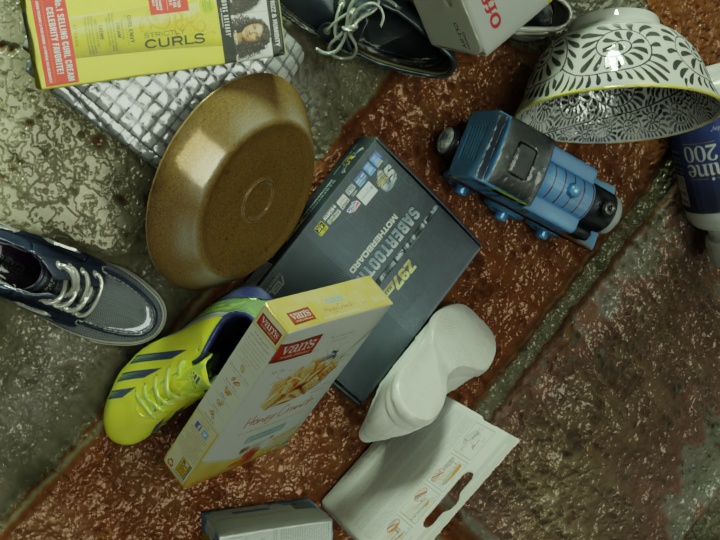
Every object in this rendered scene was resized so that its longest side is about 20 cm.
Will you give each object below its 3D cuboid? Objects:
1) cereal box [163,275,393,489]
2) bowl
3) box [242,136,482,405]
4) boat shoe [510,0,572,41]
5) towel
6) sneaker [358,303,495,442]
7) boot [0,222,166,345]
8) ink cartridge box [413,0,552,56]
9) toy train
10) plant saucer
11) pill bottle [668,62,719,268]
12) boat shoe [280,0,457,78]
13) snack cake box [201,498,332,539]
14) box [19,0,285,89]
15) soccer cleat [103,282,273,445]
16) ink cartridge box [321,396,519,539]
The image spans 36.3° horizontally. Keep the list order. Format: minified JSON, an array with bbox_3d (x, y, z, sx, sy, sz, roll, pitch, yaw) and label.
[{"bbox_3d":[-0.071,0.095,0.943,0.143,0.040,0.201,-15,147,-51],"label":"cereal box"},{"bbox_3d":[0.244,-0.192,1.054,0.197,0.200,0.096,3,81,-22],"label":"bowl"},{"bbox_3d":[0.000,0.000,1.044,0.158,0.051,0.201,43,81,-22],"label":"box"},{"bbox_3d":[0.113,-0.264,1.048,0.197,0.066,0.073,16,91,-23],"label":"boat shoe"},{"bbox_3d":[-0.168,-0.182,0.937,0.199,0.085,0.167,37,84,-24],"label":"towel"},{"bbox_3d":[0.059,0.100,1.057,0.076,0.088,0.199,52,38,3],"label":"sneaker"},{"bbox_3d":[-0.250,0.017,0.923,0.197,0.090,0.074,23,88,-23],"label":"boot"},{"bbox_3d":[0.126,-0.306,0.954,0.199,0.083,0.146,-41,123,-18],"label":"ink cartridge box"},{"bbox_3d":[0.168,-0.086,1.068,0.198,0.114,0.088,26,88,-23],"label":"toy train"},{"bbox_3d":[-0.098,-0.067,0.940,0.200,0.035,0.203,-39,145,-34],"label":"plant saucer"},{"bbox_3d":[0.389,-0.111,1.157,0.109,0.111,0.203,-22,104,-18],"label":"pill bottle"},{"bbox_3d":[0.000,-0.226,0.999,0.197,0.062,0.075,22,123,-24],"label":"boat shoe"},{"bbox_3d":[-0.089,0.330,1.043,0.113,0.067,0.204,-2,98,-24],"label":"snack cake box"},{"bbox_3d":[-0.161,-0.193,0.864,0.197,0.050,0.077,-11,104,-20],"label":"box"},{"bbox_3d":[-0.152,0.089,0.957,0.199,0.084,0.065,-39,115,10],"label":"soccer cleat"},{"bbox_3d":[0.059,0.199,1.014,0.161,0.199,0.050,-47,113,-10],"label":"ink cartridge box"}]
